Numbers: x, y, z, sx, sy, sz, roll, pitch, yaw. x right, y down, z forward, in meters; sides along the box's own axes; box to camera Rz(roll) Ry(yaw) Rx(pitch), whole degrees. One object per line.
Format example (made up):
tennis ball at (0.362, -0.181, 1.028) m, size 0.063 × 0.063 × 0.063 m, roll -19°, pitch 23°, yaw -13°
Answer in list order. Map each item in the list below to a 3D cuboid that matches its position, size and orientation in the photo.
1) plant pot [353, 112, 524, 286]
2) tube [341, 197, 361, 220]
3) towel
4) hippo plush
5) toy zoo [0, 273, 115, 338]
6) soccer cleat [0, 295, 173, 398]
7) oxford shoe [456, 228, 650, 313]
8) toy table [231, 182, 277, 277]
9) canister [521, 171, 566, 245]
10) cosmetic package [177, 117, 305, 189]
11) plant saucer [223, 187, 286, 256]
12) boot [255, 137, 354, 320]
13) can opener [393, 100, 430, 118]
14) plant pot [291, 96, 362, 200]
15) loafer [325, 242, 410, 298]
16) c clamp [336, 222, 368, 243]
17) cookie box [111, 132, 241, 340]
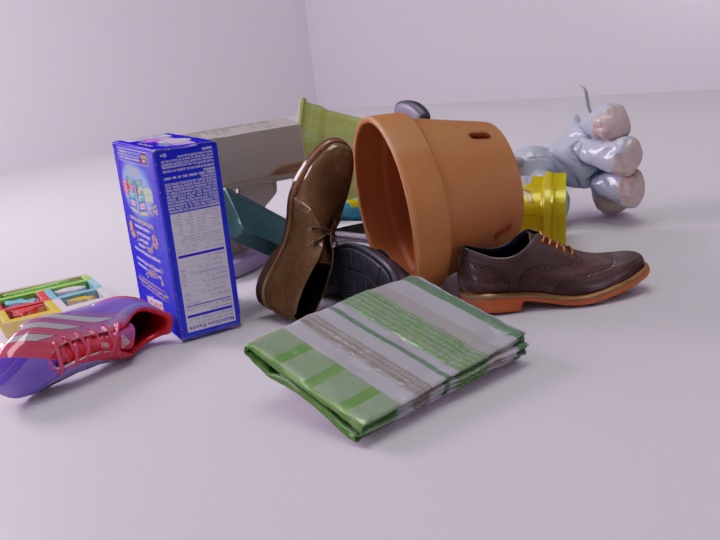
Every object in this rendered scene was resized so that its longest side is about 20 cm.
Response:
plant pot at (0.088, -0.081, 0.989) m, size 0.139 × 0.201 × 0.200 m, roll -13°, pitch 16°, yaw -14°
tube at (0.016, -0.092, 1.338) m, size 0.199 × 0.051 × 0.077 m, roll -8°, pitch -7°, yaw -27°
towel at (0.024, 0.067, 0.752) m, size 0.199 × 0.031 × 0.149 m, roll -21°, pitch 36°, yaw -37°
hippo plush at (0.278, -0.151, 1.229) m, size 0.160 × 0.201 × 0.159 m, roll -19°, pitch -23°, yaw -5°
toy zoo at (-0.378, 0.043, 1.103) m, size 0.130 × 0.021 × 0.200 m, roll -14°, pitch 16°, yaw -25°
soccer cleat at (-0.265, 0.070, 0.870) m, size 0.076 × 0.067 × 0.200 m, roll 5°, pitch 15°, yaw 24°
oxford shoe at (0.196, -0.006, 0.914) m, size 0.199 × 0.073 × 0.071 m, roll -8°, pitch 15°, yaw -5°
toy table at (-0.198, -0.063, 1.234) m, size 0.182 × 0.118 × 0.200 m, roll -7°, pitch 16°, yaw -1°
canister at (0.159, -0.074, 1.140) m, size 0.199 × 0.087 × 0.149 m, roll 1°, pitch 16°, yaw 13°
cosmetic package at (-0.178, -0.145, 1.165) m, size 0.199 × 0.072 × 0.105 m, roll -11°, pitch 16°, yaw -13°
plant saucer at (-0.104, -0.045, 1.052) m, size 0.019 × 0.070 × 0.200 m, roll -33°, pitch -23°, yaw 16°
boot at (-0.043, -0.041, 0.960) m, size 0.073 × 0.201 × 0.075 m, roll 17°, pitch 7°, yaw -38°
can opener at (0.088, -0.190, 1.252) m, size 0.053 × 0.067 × 0.200 m, roll 1°, pitch 21°, yaw -26°
plant pot at (-0.016, -0.179, 1.503) m, size 0.183 × 0.202 × 0.200 m, roll 5°, pitch 14°, yaw -2°
loafer at (0.000, 0.000, 1.001) m, size 0.063 × 0.072 × 0.200 m, roll -11°, pitch 12°, yaw -33°
c clamp at (0.013, -0.048, 1.266) m, size 0.199 × 0.027 × 0.170 m, roll 7°, pitch 13°, yaw 42°
cookie box at (-0.205, -0.043, 0.995) m, size 0.075 × 0.201 × 0.171 m, roll -13°, pitch 16°, yaw -26°
